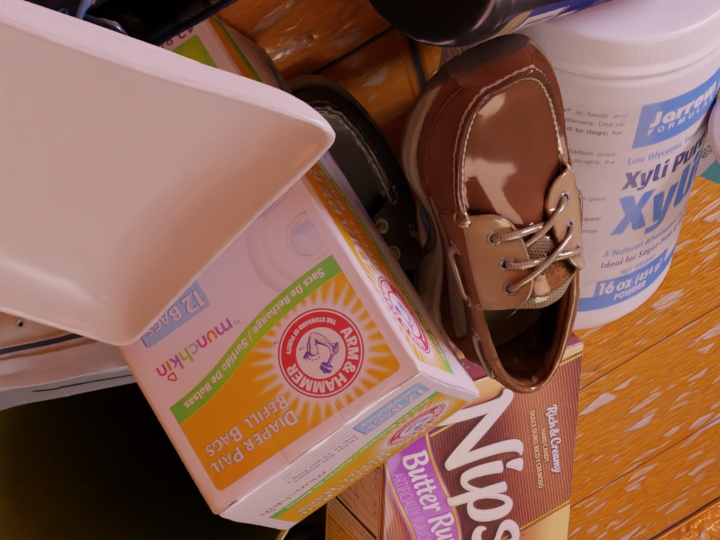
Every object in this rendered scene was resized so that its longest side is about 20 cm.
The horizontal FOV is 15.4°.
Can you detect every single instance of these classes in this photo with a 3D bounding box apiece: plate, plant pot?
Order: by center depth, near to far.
[{"bbox_3d":[-0.138,-0.048,1.003,0.200,0.032,0.200,18,148,-22],"label":"plate"},{"bbox_3d":[-0.087,0.063,1.380,0.187,0.187,0.200,-37,178,18],"label":"plant pot"}]

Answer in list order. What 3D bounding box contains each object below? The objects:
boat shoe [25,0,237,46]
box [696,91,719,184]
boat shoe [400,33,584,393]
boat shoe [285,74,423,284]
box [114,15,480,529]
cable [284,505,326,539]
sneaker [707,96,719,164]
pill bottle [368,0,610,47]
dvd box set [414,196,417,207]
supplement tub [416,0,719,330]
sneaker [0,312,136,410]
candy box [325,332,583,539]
[{"bbox_3d":[-0.098,-0.100,1.019,0.200,0.069,0.084,-36,163,18],"label":"boat shoe"},{"bbox_3d":[0.173,-0.095,1.351,0.200,0.049,0.082,20,142,-15],"label":"box"},{"bbox_3d":[0.068,-0.019,1.140,0.076,0.074,0.200,-28,148,-13],"label":"boat shoe"},{"bbox_3d":[0.003,-0.001,1.312,0.072,0.202,0.060,-22,-152,-5],"label":"boat shoe"},{"bbox_3d":[-0.052,0.000,1.161,0.112,0.200,0.101,-34,164,10],"label":"box"},{"bbox_3d":[-0.078,0.162,1.413,0.200,0.051,0.163,0,-157,43],"label":"cable"},{"bbox_3d":[0.245,-0.103,1.235,0.200,0.071,0.099,-34,175,1],"label":"sneaker"},{"bbox_3d":[0.095,-0.167,1.098,0.200,0.112,0.112,-20,160,-35],"label":"pill bottle"},{"bbox_3d":[0.024,0.031,1.482,0.146,0.029,0.200,94,15,-71],"label":"dvd box set"},{"bbox_3d":[0.099,-0.080,1.238,0.132,0.132,0.200,-24,147,-24],"label":"supplement tub"},{"bbox_3d":[-0.188,0.030,1.256,0.199,0.071,0.073,-9,168,-1],"label":"sneaker"},{"bbox_3d":[0.044,0.120,1.315,0.116,0.056,0.200,-17,129,-27],"label":"candy box"}]
